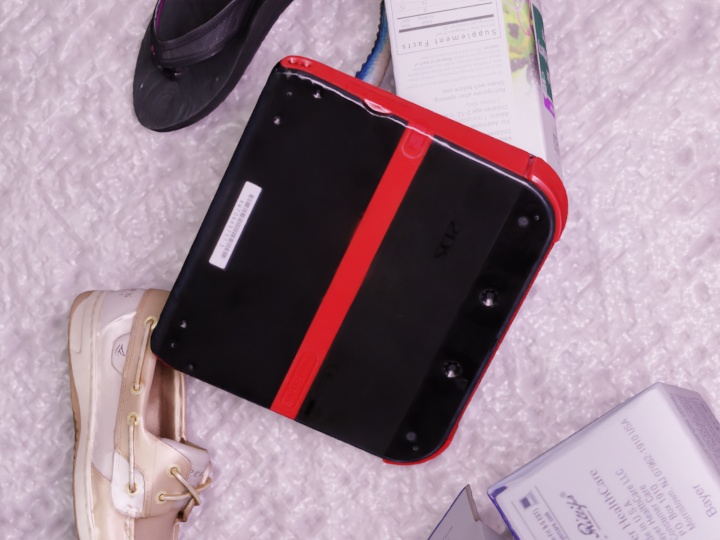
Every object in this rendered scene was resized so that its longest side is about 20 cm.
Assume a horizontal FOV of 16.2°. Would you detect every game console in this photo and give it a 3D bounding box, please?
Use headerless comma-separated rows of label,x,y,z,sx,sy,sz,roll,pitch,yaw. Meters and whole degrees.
game console,0.000,0.000,1.361,0.176,0.031,0.200,25,116,-4

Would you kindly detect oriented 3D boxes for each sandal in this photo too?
sandal,-0.076,-0.159,1.410,0.200,0.048,0.075,-47,54,28

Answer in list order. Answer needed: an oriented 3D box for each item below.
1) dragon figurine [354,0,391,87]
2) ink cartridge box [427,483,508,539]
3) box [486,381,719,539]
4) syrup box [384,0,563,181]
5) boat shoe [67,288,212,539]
dragon figurine,-0.023,-0.056,1.414,0.099,0.059,0.201,-1,86,12
ink cartridge box,0.025,0.232,1.287,0.047,0.200,0.198,31,105,-9
box,0.168,0.160,1.281,0.105,0.200,0.184,-33,79,9
syrup box,0.058,-0.141,1.393,0.081,0.079,0.201,-9,83,11
boat shoe,-0.118,0.106,1.414,0.069,0.074,0.201,-9,83,17
